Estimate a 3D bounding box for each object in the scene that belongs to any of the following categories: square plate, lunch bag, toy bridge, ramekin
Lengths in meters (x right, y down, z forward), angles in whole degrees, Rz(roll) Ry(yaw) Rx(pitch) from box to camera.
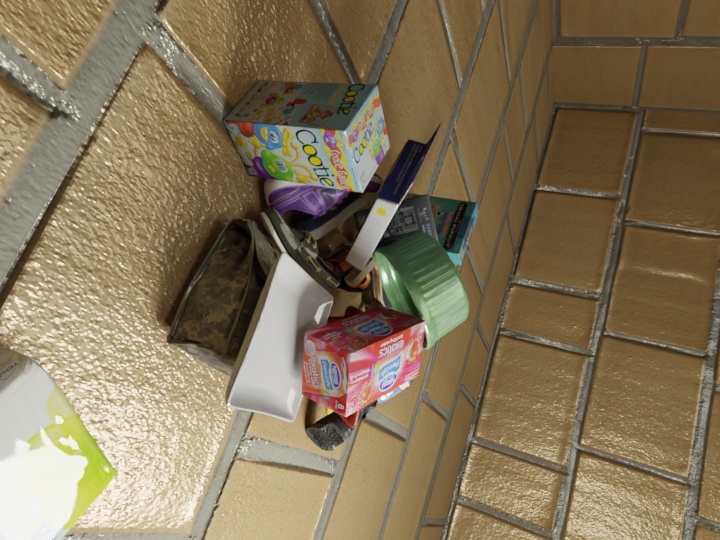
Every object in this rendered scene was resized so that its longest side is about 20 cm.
[{"bbox_3d":[-0.108,0.100,0.747,0.200,0.028,0.202,50,55,-63],"label":"square plate"},{"bbox_3d":[-0.161,0.045,0.779,0.164,0.115,0.204,58,44,-59],"label":"lunch bag"},{"bbox_3d":[0.000,0.000,0.966,0.067,0.027,0.202,-45,126,-20],"label":"toy bridge"},{"bbox_3d":[0.111,0.030,0.972,0.096,0.201,0.202,-27,137,-9],"label":"ramekin"}]

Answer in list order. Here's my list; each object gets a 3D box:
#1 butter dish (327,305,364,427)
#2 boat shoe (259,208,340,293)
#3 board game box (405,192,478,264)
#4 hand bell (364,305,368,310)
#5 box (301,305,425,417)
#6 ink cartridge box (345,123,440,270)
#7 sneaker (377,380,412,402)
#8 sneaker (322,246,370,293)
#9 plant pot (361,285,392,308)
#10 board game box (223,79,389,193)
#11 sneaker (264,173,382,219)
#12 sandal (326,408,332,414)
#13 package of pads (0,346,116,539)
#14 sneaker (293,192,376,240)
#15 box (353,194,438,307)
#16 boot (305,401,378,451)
[{"bbox_3d":[-0.067,0.164,1.006,0.199,0.145,0.204,-167,-91,-72],"label":"butter dish"},{"bbox_3d":[-0.095,-0.029,0.871,0.060,0.072,0.203,-33,131,-3],"label":"boat shoe"},{"bbox_3d":[0.170,-0.107,1.305,0.153,0.196,0.047,-66,151,-24],"label":"board game box"},{"bbox_3d":[0.013,0.118,1.234,0.105,0.102,0.202,74,24,-44],"label":"hand bell"},{"bbox_3d":[0.009,0.132,0.833,0.198,0.094,0.102,-14,114,-50],"label":"box"},{"bbox_3d":[0.052,-0.131,0.891,0.201,0.046,0.199,-62,-179,43],"label":"ink cartridge box"},{"bbox_3d":[0.018,0.193,1.051,0.077,0.199,0.076,-39,112,-17],"label":"sneaker"},{"bbox_3d":[-0.021,0.007,1.053,0.199,0.110,0.079,-25,123,-59],"label":"sneaker"},{"bbox_3d":[0.082,-0.038,1.192,0.200,0.197,0.188,-36,121,-54],"label":"plant pot"},{"bbox_3d":[-0.073,-0.194,0.762,0.106,0.197,0.104,-60,148,-32],"label":"board game box"},{"bbox_3d":[-0.059,-0.128,0.879,0.196,0.081,0.085,-10,111,-16],"label":"sneaker"},{"bbox_3d":[0.000,0.258,1.235,0.203,0.086,0.080,-67,150,-27],"label":"sandal"},{"bbox_3d":[-0.341,0.193,0.517,0.155,0.067,0.203,-53,145,-41],"label":"package of pads"},{"bbox_3d":[-0.077,-0.148,0.943,0.199,0.080,0.148,-36,104,-19],"label":"sneaker"},{"bbox_3d":[0.082,-0.037,1.084,0.051,0.154,0.204,-126,-158,-84],"label":"box"},{"bbox_3d":[-0.011,0.278,1.127,0.066,0.164,0.200,49,53,-6],"label":"boot"}]
